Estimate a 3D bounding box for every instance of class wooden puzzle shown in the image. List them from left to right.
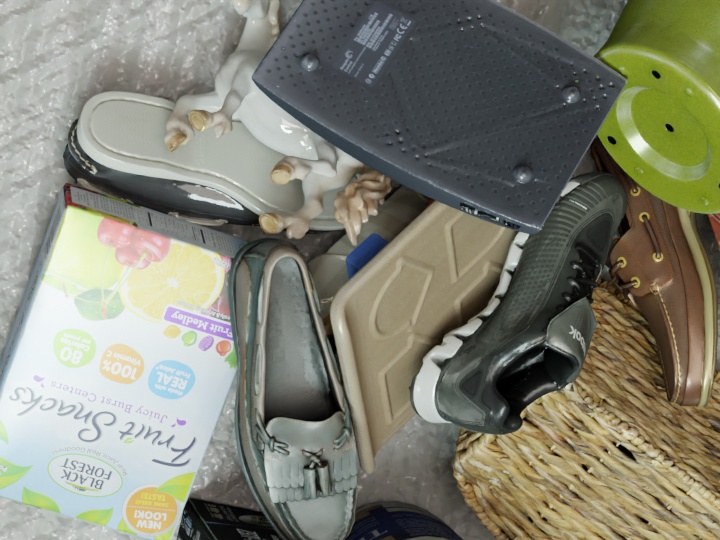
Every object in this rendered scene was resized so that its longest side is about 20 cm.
[{"bbox_3d":[0.044,0.010,1.643,0.046,0.186,0.200,31,64,25],"label":"wooden puzzle"}]

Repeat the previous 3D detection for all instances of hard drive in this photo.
[{"bbox_3d":[0.047,-0.109,1.573,0.199,0.042,0.135,28,65,9],"label":"hard drive"}]

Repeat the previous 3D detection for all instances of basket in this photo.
[{"bbox_3d":[0.166,0.124,1.747,0.200,0.149,0.143,37,121,-15],"label":"basket"}]

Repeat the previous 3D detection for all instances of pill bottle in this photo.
[{"bbox_3d":[0.035,0.220,1.654,0.110,0.200,0.112,-1,95,-10],"label":"pill bottle"}]

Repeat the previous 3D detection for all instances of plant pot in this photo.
[{"bbox_3d":[0.247,-0.142,1.626,0.193,0.200,0.201,-44,106,-28],"label":"plant pot"}]

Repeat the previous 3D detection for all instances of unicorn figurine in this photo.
[{"bbox_3d":[-0.057,-0.106,1.630,0.200,0.074,0.137,52,44,-6],"label":"unicorn figurine"}]

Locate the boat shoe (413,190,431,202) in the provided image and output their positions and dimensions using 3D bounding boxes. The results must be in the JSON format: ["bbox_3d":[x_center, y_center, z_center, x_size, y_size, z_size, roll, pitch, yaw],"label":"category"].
[{"bbox_3d":[0.023,-0.140,1.667,0.072,0.065,0.201,-21,95,-29],"label":"boat shoe"}]

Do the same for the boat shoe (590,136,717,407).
[{"bbox_3d":[0.195,-0.004,1.713,0.067,0.072,0.201,-6,74,-6],"label":"boat shoe"}]

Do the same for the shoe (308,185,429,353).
[{"bbox_3d":[0.000,0.000,1.693,0.200,0.070,0.053,-41,78,-10],"label":"shoe"}]

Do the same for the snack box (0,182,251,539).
[{"bbox_3d":[-0.155,0.062,1.647,0.142,0.053,0.201,18,105,-14],"label":"snack box"}]

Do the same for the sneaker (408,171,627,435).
[{"bbox_3d":[0.121,0.027,1.629,0.200,0.090,0.066,-52,133,-12],"label":"sneaker"}]

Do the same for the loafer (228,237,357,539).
[{"bbox_3d":[-0.042,0.079,1.588,0.072,0.063,0.201,-12,92,-15],"label":"loafer"}]

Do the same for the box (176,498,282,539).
[{"bbox_3d":[-0.074,0.251,1.634,0.086,0.200,0.165,12,94,-14],"label":"box"}]

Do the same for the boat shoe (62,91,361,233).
[{"bbox_3d":[-0.094,-0.061,1.660,0.199,0.060,0.074,11,61,-19],"label":"boat shoe"}]

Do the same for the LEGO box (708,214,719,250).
[{"bbox_3d":[0.333,0.010,1.721,0.149,0.077,0.200,-31,131,-7],"label":"LEGO box"}]
